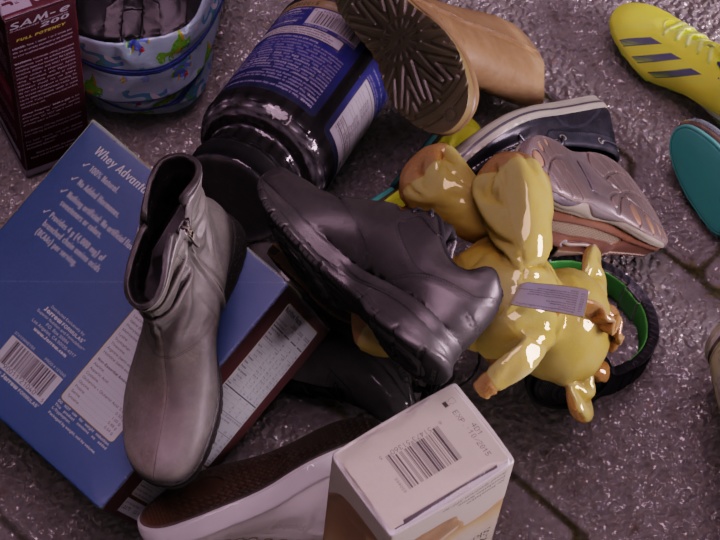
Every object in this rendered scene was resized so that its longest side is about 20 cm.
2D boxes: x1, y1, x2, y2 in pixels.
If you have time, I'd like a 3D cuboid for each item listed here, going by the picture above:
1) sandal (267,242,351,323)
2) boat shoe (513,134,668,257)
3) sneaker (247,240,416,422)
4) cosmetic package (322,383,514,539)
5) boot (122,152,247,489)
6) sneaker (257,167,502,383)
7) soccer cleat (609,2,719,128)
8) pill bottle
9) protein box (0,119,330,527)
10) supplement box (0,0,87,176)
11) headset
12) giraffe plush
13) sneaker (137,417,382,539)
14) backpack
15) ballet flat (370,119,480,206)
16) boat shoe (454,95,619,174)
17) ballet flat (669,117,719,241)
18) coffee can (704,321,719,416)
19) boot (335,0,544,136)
[{"bbox_3d":[0.000,0.000,1.525,0.082,0.200,0.055,40,105,30],"label":"sandal"},{"bbox_3d":[0.162,-0.047,1.585,0.072,0.200,0.076,-38,53,26],"label":"boat shoe"},{"bbox_3d":[-0.039,0.066,1.554,0.091,0.076,0.200,-42,60,-17],"label":"sneaker"},{"bbox_3d":[0.035,0.170,1.410,0.105,0.200,0.071,-30,65,-18],"label":"cosmetic package"},{"bbox_3d":[-0.129,0.033,1.336,0.067,0.131,0.201,7,77,13],"label":"boot"},{"bbox_3d":[0.013,-0.011,1.380,0.091,0.076,0.200,-43,63,-12],"label":"sneaker"},{"bbox_3d":[0.287,-0.166,1.697,0.065,0.084,0.200,-37,67,-22],"label":"soccer cleat"},{"bbox_3d":[-0.056,-0.118,1.618,0.112,0.112,0.200,24,50,12],"label":"pill bottle"},{"bbox_3d":[-0.168,0.043,1.481,0.198,0.135,0.200,39,85,19],"label":"protein box"},{"bbox_3d":[-0.261,-0.177,1.609,0.061,0.200,0.109,-22,62,-16],"label":"supplement box"},{"bbox_3d":[0.132,0.059,1.574,0.199,0.094,0.124,-17,55,-31],"label":"headset"},{"bbox_3d":[0.113,0.020,1.454,0.200,0.162,0.173,30,90,38],"label":"giraffe plush"},{"bbox_3d":[-0.060,0.174,1.460,0.199,0.085,0.073,-17,20,-28],"label":"sneaker"},{"bbox_3d":[-0.178,-0.225,1.689,0.162,0.154,0.200,0,37,-5],"label":"backpack"},{"bbox_3d":[0.037,-0.046,1.628,0.067,0.067,0.200,47,63,-1],"label":"ballet flat"},{"bbox_3d":[0.134,-0.089,1.624,0.200,0.075,0.062,-16,74,-44],"label":"boat shoe"},{"bbox_3d":[0.318,-0.040,1.642,0.074,0.074,0.200,-22,64,-16],"label":"ballet flat"},{"bbox_3d":[0.336,0.130,1.481,0.146,0.147,0.201,-4,59,-5],"label":"coffee can"},{"bbox_3d":[0.088,-0.159,1.623,0.066,0.200,0.175,-43,58,23],"label":"boot"}]
